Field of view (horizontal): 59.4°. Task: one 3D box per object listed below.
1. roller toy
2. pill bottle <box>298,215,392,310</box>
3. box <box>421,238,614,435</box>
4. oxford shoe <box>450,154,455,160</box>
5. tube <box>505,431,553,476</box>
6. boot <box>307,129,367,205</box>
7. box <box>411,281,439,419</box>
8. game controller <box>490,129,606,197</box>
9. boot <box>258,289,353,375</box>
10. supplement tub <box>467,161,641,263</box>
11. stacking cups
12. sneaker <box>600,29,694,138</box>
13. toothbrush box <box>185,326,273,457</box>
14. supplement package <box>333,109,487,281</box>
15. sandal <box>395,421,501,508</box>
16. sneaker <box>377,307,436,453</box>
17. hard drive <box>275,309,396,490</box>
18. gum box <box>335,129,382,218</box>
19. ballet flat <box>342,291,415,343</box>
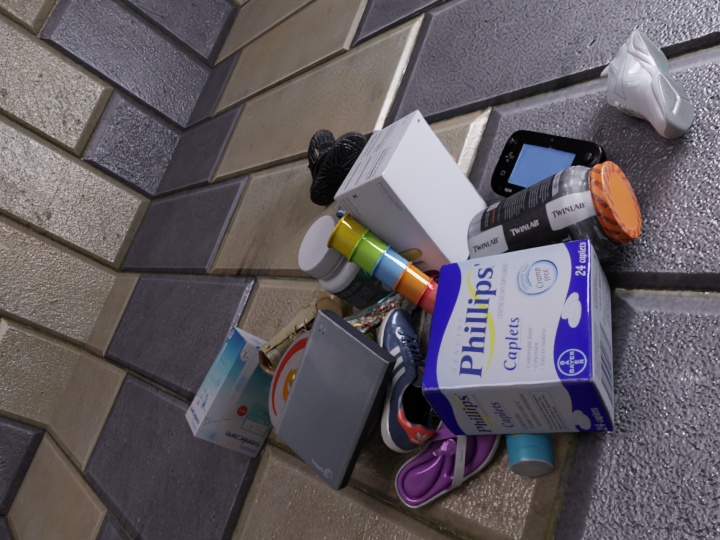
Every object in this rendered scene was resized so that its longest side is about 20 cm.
[{"bbox_3d":[-0.061,0.199,1.032,0.180,0.138,0.205,-28,45,41],"label":"roller toy"},{"bbox_3d":[0.000,0.000,1.043,0.112,0.197,0.116,-33,41,35],"label":"pill bottle"},{"bbox_3d":[0.187,0.082,0.745,0.195,0.105,0.188,-11,47,32],"label":"box"},{"bbox_3d":[0.101,-0.129,1.117,0.070,0.073,0.205,1,67,54],"label":"oxford shoe"},{"bbox_3d":[0.203,0.148,0.788,0.075,0.051,0.205,-6,52,12],"label":"tube"},{"bbox_3d":[-0.059,-0.269,1.429,0.211,0.078,0.161,-45,34,37],"label":"boot"},{"bbox_3d":[0.115,0.115,0.935,0.159,0.049,0.205,-20,51,44],"label":"box"},{"bbox_3d":[0.268,-0.145,0.925,0.106,0.042,0.199,-59,31,2],"label":"game controller"},{"bbox_3d":[-0.102,0.112,1.130,0.155,0.073,0.199,-39,1,-32],"label":"boot"},{"bbox_3d":[0.245,-0.053,0.812,0.198,0.121,0.126,-26,46,43],"label":"supplement tub"},{"bbox_3d":[0.045,-0.002,0.921,0.061,0.198,0.061,-53,-5,-7],"label":"stacking cups"},{"bbox_3d":[0.373,-0.229,0.829,0.080,0.069,0.204,-45,29,39],"label":"sneaker"},{"bbox_3d":[-0.227,0.238,1.231,0.203,0.145,0.085,-60,32,0],"label":"toothbrush box"},{"bbox_3d":[0.083,-0.105,0.975,0.109,0.200,0.158,-18,33,45],"label":"supplement package"},{"bbox_3d":[0.111,0.242,0.815,0.083,0.049,0.205,45,115,24],"label":"sandal"},{"bbox_3d":[0.074,0.138,0.862,0.084,0.073,0.206,-36,48,46],"label":"sneaker"},{"bbox_3d":[-0.039,0.180,0.886,0.138,0.032,0.205,31,108,34],"label":"hard drive"},{"bbox_3d":[0.045,-0.186,1.267,0.168,0.044,0.204,14,76,58],"label":"gum box"},{"bbox_3d":[0.023,0.083,0.958,0.196,0.065,0.076,-28,-11,-6],"label":"ballet flat"}]
